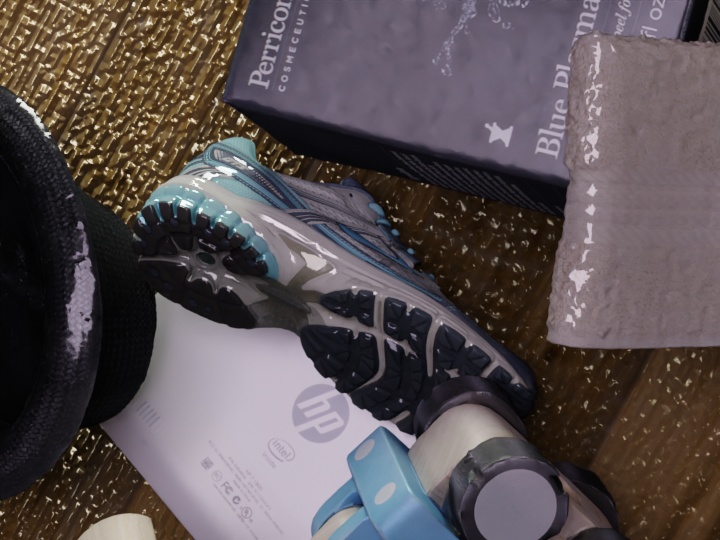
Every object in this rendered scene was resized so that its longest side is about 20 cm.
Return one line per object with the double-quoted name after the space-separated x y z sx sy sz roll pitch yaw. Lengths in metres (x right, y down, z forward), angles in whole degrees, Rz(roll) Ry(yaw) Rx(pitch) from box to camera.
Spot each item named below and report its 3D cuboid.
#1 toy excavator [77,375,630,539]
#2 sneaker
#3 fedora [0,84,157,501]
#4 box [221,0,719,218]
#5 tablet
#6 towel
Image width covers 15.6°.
0.000 0.134 1.135 0.200 0.100 0.194 -44 111 5 "toy excavator"
0.000 0.000 1.211 0.200 0.078 0.086 31 48 1 "sneaker"
-0.160 0.011 1.233 0.201 0.092 0.201 -5 83 42 "fedora"
0.067 -0.135 1.193 0.200 0.117 0.197 14 86 18 "box"
-0.032 0.082 1.241 0.130 0.014 0.200 -43 75 5 "tablet"
0.161 -0.033 1.119 0.034 0.200 0.133 9 96 53 "towel"
